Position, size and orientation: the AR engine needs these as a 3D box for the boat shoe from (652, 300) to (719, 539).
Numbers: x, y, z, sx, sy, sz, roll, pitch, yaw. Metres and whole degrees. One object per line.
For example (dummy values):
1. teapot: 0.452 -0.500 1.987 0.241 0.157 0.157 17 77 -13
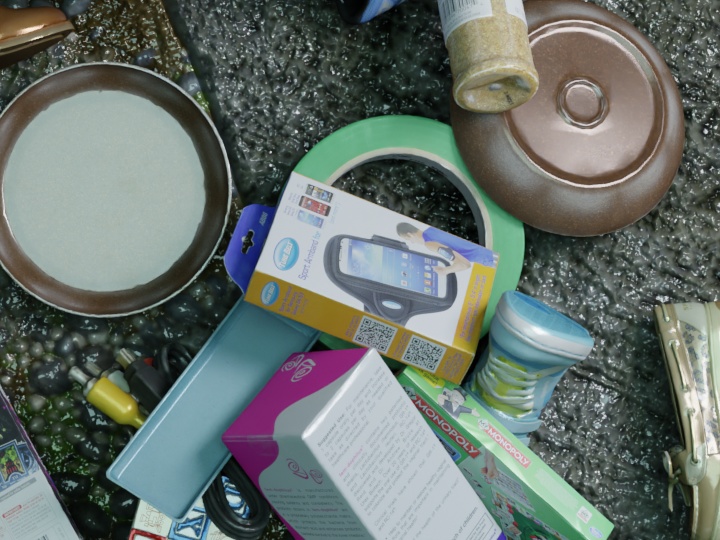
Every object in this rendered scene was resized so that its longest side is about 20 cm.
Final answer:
1. boat shoe: 0.265 0.124 1.767 0.062 0.073 0.201 0 77 1

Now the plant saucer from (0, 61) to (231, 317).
1. plant saucer: -0.201 -0.063 1.751 0.199 0.032 0.201 0 87 -4

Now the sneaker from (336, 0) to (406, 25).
1. sneaker: -0.016 -0.267 1.703 0.089 0.078 0.200 -42 132 -16

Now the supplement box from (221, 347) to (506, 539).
1. supplement box: 0.004 0.165 1.671 0.103 0.101 0.200 -51 118 -31

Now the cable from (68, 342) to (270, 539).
1. cable: -0.133 0.129 1.712 0.200 0.097 0.050 49 127 15

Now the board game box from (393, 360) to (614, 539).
1. board game box: 0.084 0.163 1.717 0.200 0.135 0.029 43 52 -2

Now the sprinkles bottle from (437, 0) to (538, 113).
1. sprinkles bottle: 0.090 -0.222 1.726 0.068 0.068 0.201 -6 63 -5

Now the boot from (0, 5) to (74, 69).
1. boot: -0.333 -0.229 1.734 0.199 0.077 0.156 -11 85 2

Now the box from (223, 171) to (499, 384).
1. box: 0.000 0.000 1.680 0.199 0.042 0.119 23 43 -5

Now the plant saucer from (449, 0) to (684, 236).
1. plant saucer: 0.170 -0.128 1.756 0.200 0.037 0.201 4 75 -15

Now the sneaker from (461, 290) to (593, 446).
1. sneaker: 0.115 0.087 1.694 0.079 0.200 0.131 33 93 12

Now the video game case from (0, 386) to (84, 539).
1. video game case: -0.334 0.189 1.700 0.200 0.036 0.182 -31 71 -5

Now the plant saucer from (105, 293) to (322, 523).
1. plant saucer: -0.109 0.102 1.683 0.070 0.019 0.200 31 60 10

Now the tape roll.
1. tape roll: 0.028 -0.021 1.760 0.200 0.048 0.201 0 88 -5

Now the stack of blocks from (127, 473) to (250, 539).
1. stack of blocks: -0.161 0.247 1.727 0.115 0.059 0.201 16 86 -4
